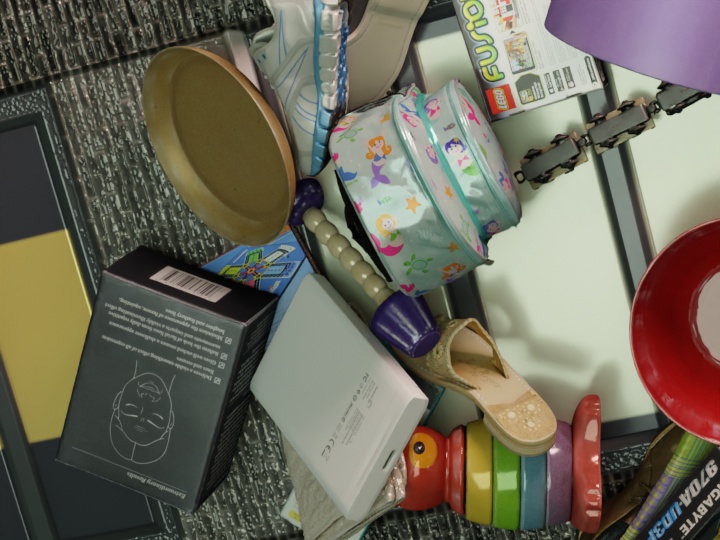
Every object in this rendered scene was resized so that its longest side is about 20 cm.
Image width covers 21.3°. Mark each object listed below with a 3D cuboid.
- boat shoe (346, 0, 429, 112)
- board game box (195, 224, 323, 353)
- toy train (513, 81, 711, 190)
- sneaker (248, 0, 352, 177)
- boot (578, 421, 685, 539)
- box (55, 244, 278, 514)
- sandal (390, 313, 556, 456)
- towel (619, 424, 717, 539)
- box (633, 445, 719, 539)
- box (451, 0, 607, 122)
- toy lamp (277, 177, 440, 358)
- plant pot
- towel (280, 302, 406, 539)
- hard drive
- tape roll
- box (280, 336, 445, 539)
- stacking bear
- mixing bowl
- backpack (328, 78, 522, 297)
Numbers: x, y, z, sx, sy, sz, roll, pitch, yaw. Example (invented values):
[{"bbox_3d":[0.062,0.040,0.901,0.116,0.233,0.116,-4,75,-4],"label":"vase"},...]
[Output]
[{"bbox_3d":[0.008,-0.221,1.731,0.072,0.063,0.200,16,125,-25],"label":"boat shoe"},{"bbox_3d":[-0.126,0.038,1.844,0.199,0.019,0.103,-28,97,20],"label":"board game box"},{"bbox_3d":[0.226,-0.127,1.694,0.199,0.046,0.034,-27,84,17],"label":"toy train"},{"bbox_3d":[-0.055,-0.174,1.686,0.086,0.075,0.201,10,127,9],"label":"sneaker"},{"bbox_3d":[0.272,0.207,1.750,0.074,0.075,0.200,41,109,4],"label":"boot"},{"bbox_3d":[-0.182,0.102,1.809,0.148,0.107,0.201,20,108,9],"label":"box"},{"bbox_3d":[0.103,0.076,1.718,0.212,0.077,0.070,43,145,37],"label":"sandal"},{"bbox_3d":[0.289,0.225,1.727,0.023,0.143,0.201,48,118,41],"label":"towel"},{"bbox_3d":[0.306,0.252,1.705,0.200,0.159,0.046,-52,50,16],"label":"box"},{"bbox_3d":[0.137,-0.243,1.693,0.109,0.035,0.201,-15,99,18],"label":"box"},{"bbox_3d":[0.000,0.000,1.741,0.058,0.058,0.200,-52,59,20],"label":"toy lamp"},{"bbox_3d":[-0.125,-0.117,1.753,0.200,0.027,0.201,33,140,33],"label":"plant pot"},{"bbox_3d":[-0.025,0.146,1.768,0.132,0.034,0.201,-40,53,37],"label":"towel"},{"bbox_3d":[-0.023,0.111,1.729,0.200,0.027,0.132,48,118,45],"label":"hard drive"},{"bbox_3d":[0.257,-0.214,1.581,0.199,0.200,0.085,20,108,9],"label":"tape roll"},{"bbox_3d":[0.005,0.167,1.825,0.082,0.049,0.201,30,109,6],"label":"box"},{"bbox_3d":[0.116,0.181,1.748,0.199,0.114,0.122,1,65,3],"label":"stacking bear"},{"bbox_3d":[0.337,0.048,1.667,0.199,0.108,0.202,1,96,12],"label":"mixing bowl"},{"bbox_3d":[0.054,-0.073,1.671,0.150,0.200,0.178,-26,95,16],"label":"backpack"}]
